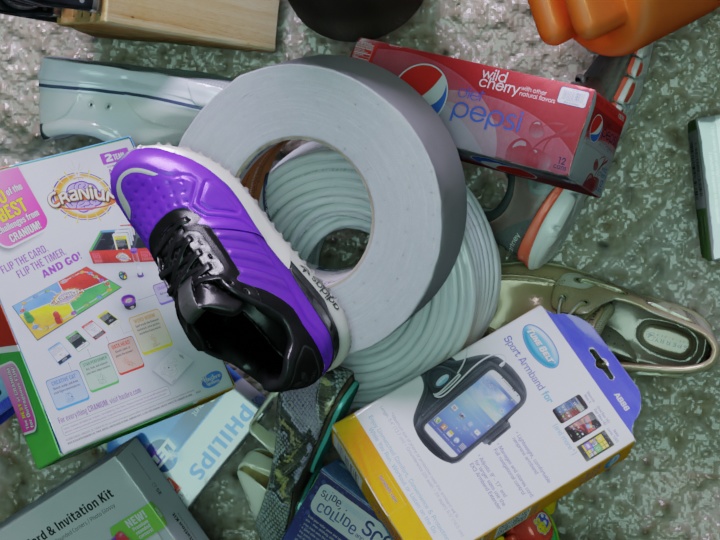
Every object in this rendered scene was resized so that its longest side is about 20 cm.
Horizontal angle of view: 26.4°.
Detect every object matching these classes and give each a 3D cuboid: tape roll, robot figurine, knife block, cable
[{"bbox_3d":[-0.030,-0.044,1.048,0.198,0.066,0.203,4,103,18],"label":"tape roll"},{"bbox_3d":[0.204,-0.222,1.062,0.199,0.144,0.117,-29,67,-28],"label":"robot figurine"},{"bbox_3d":[-0.165,-0.203,1.094,0.198,0.176,0.065,6,94,4],"label":"knife block"},{"bbox_3d":[0.000,0.000,1.119,0.198,0.069,0.202,-18,96,23],"label":"cable"}]

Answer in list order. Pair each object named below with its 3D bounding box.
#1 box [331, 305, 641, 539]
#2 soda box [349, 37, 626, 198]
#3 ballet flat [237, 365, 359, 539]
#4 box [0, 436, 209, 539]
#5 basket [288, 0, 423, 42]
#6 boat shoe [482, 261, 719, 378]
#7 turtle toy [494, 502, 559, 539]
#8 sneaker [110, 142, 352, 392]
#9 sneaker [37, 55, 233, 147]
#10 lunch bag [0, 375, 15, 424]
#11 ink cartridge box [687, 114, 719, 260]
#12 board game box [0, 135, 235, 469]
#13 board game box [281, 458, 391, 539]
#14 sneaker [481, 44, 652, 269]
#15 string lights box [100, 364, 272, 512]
[{"bbox_3d":[0.093,0.112,1.057,0.199,0.042,0.120,-27,68,-16],"label":"box"},{"bbox_3d":[0.082,-0.110,1.089,0.199,0.070,0.064,18,90,30],"label":"soda box"},{"bbox_3d":[-0.054,0.138,1.125,0.071,0.072,0.202,20,127,4],"label":"ballet flat"},{"bbox_3d":[-0.172,0.246,1.148,0.155,0.041,0.201,-32,95,24],"label":"box"},{"bbox_3d":[-0.015,-0.255,1.054,0.134,0.200,0.182,5,72,10],"label":"basket"},{"bbox_3d":[0.166,0.038,1.129,0.198,0.065,0.073,14,93,4],"label":"boat shoe"},{"bbox_3d":[0.105,0.217,1.122,0.198,0.101,0.147,11,93,-1],"label":"turtle toy"},{"bbox_3d":[-0.095,0.000,0.988,0.200,0.099,0.070,44,120,4],"label":"sneaker"},{"bbox_3d":[-0.149,-0.115,1.156,0.198,0.073,0.072,10,102,14],"label":"sneaker"},{"bbox_3d":[-0.316,0.056,1.119,0.199,0.094,0.151,-34,89,35],"label":"lunch bag"},{"bbox_3d":[0.344,-0.071,1.112,0.198,0.059,0.105,-7,92,5],"label":"ink cartridge box"},{"bbox_3d":[-0.192,0.018,1.074,0.040,0.152,0.202,-29,82,49],"label":"board game box"},{"bbox_3d":[0.026,0.245,1.072,0.199,0.034,0.136,35,107,15],"label":"board game box"},{"bbox_3d":[0.145,-0.105,1.124,0.081,0.077,0.201,29,90,15],"label":"sneaker"},{"bbox_3d":[-0.175,0.079,1.164,0.200,0.059,0.103,40,94,2],"label":"string lights box"}]
